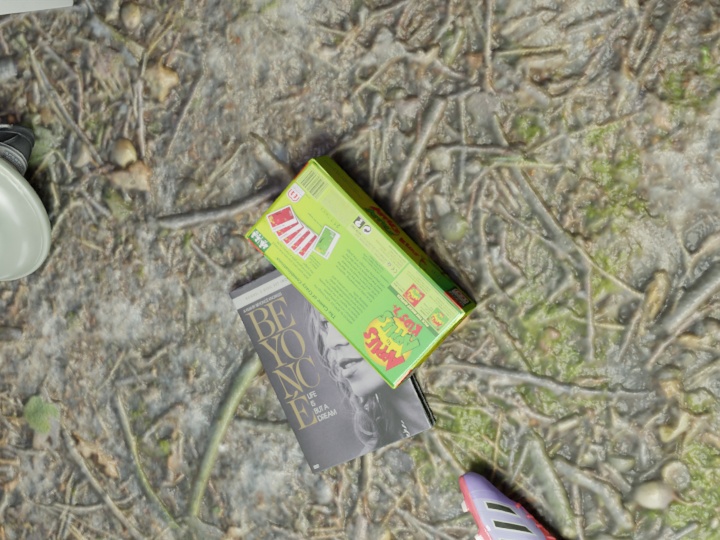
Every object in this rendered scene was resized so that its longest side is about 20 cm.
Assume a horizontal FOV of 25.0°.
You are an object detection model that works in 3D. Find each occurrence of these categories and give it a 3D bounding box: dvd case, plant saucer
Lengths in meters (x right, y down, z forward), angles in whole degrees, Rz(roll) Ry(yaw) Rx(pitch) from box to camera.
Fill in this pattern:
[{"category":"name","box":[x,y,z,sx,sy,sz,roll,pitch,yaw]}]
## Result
[{"category":"dvd case","box":[-0.029,0.084,1.569,0.148,0.016,0.201,-25,90,31]},{"category":"plant saucer","box":[-0.418,-0.052,1.671,0.199,0.050,0.201,12,136,12]}]

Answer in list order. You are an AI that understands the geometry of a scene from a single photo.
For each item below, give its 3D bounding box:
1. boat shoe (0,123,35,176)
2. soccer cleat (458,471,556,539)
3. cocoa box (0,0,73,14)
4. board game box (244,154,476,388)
[{"category":"boat shoe","box":[-0.423,-0.115,1.701,0.199,0.068,0.072,-11,134,33]},{"category":"soccer cleat","box":[0.162,0.265,1.496,0.076,0.067,0.201,-32,80,-1]},{"category":"cocoa box","box":[-0.381,-0.317,1.547,0.133,0.200,0.132,12,108,26]},{"category":"board game box","box":[0.000,0.000,1.499,0.200,0.048,0.102,45,109,8]}]
